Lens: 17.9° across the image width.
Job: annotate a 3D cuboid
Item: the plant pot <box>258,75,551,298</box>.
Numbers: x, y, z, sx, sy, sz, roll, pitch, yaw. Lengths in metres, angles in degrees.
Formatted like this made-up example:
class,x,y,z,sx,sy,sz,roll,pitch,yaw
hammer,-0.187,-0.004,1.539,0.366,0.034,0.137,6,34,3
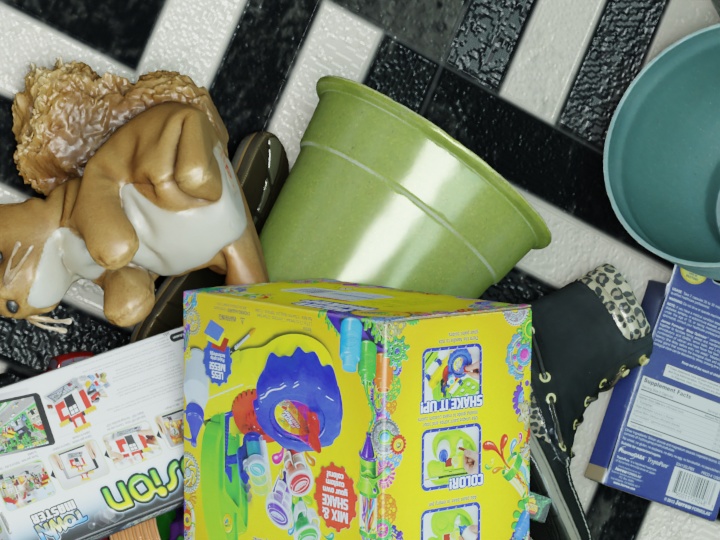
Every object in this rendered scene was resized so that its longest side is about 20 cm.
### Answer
class,x,y,z,sx,sy,sz,roll,pitch,yaw
plant pot,0.000,0.000,1.594,0.200,0.200,0.190,39,80,-26

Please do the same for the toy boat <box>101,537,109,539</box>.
class,x,y,z,sx,sy,sz,roll,pitch,yaw
toy boat,-0.227,0.167,1.544,0.131,0.130,0.200,-79,153,-49

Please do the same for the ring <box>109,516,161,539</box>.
class,x,y,z,sx,sy,sz,roll,pitch,yaw
ring,-0.081,0.166,1.523,0.200,0.019,0.201,14,61,-26

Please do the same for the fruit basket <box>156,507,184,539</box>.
class,x,y,z,sx,sy,sz,roll,pitch,yaw
fruit basket,-0.091,0.248,1.590,0.215,0.155,0.216,0,90,-28

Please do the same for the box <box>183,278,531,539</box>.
class,x,y,z,sx,sy,sz,roll,pitch,yaw
box,-0.004,0.111,1.413,0.122,0.200,0.193,-5,97,-40

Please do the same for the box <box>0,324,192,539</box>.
class,x,y,z,sx,sy,sz,roll,pitch,yaw
box,-0.163,0.111,1.463,0.200,0.035,0.110,-18,77,-38

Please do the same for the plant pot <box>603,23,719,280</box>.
class,x,y,z,sx,sy,sz,roll,pitch,yaw
plant pot,0.306,-0.075,1.766,0.134,0.200,0.201,34,79,-54

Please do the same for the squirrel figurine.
class,x,y,z,sx,sy,sz,roll,pitch,yaw
squirrel figurine,-0.177,-0.047,1.527,0.186,0.200,0.142,-19,140,6

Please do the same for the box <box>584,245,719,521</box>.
class,x,y,z,sx,sy,sz,roll,pitch,yaw
box,0.264,0.089,1.837,0.121,0.032,0.201,21,87,-29

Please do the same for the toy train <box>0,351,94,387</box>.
class,x,y,z,sx,sy,sz,roll,pitch,yaw
toy train,-0.200,0.079,1.591,0.199,0.034,0.046,-12,90,-26

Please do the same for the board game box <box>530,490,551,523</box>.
class,x,y,z,sx,sy,sz,roll,pitch,yaw
board game box,0.031,0.138,1.658,0.199,0.105,0.024,20,84,-17

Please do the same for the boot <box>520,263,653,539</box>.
class,x,y,z,sx,sy,sz,roll,pitch,yaw
boot,0.168,0.105,1.749,0.153,0.073,0.204,-24,89,-25

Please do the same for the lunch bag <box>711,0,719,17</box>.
class,x,y,z,sx,sy,sz,roll,pitch,yaw
lunch bag,0.373,-0.263,1.758,0.168,0.200,0.140,-39,112,-17

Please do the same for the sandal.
class,x,y,z,sx,sy,sz,roll,pitch,yaw
sandal,-0.114,-0.015,1.609,0.200,0.054,0.082,-66,152,-21
